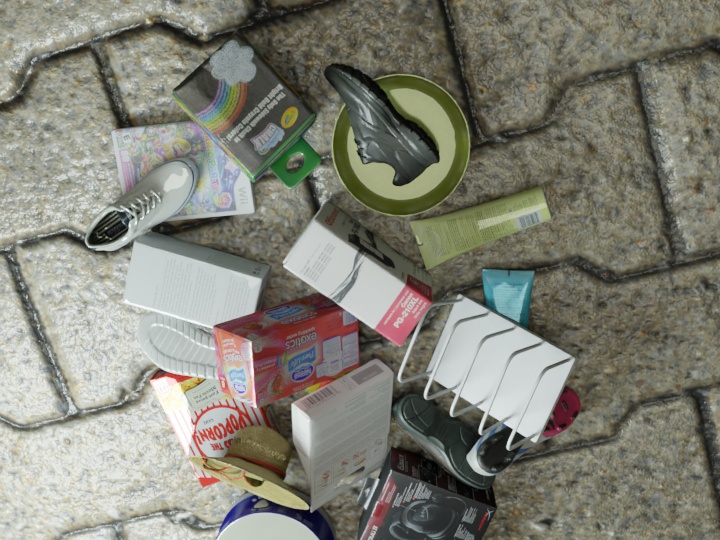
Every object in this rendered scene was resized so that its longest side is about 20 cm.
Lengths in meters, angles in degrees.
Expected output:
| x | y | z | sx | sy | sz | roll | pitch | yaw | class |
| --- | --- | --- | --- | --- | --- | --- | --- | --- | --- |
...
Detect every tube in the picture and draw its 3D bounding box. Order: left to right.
| x | y | z | sx | sy | sz | roll | pitch | yaw | class |
| --- | --- | --- | --- | --- | --- | --- | --- | --- | --- |
| 0.176 | -0.068 | 1.196 | 0.198 | 0.052 | 0.059 | -20 | 61 | 13 | tube |
| 0.220 | 0.099 | 1.237 | 0.076 | 0.050 | 0.202 | 0 | 101 | 7 | tube |

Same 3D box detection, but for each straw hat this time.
| x | y | z | sx | sy | sz | roll | pitch | yaw | class |
| --- | --- | --- | --- | --- | --- | --- | --- | --- | --- |
| -0.154 | 0.282 | 1.243 | 0.199 | 0.201 | 0.086 | 24 | 65 | -2 | straw hat |

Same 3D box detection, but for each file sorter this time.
| x | y | z | sx | sy | sz | roll | pitch | yaw | class |
| --- | --- | --- | --- | --- | --- | --- | --- | --- | --- |
| 0.175 | 0.144 | 1.168 | 0.199 | 0.124 | 0.140 | 29 | 108 | 27 | file sorter |

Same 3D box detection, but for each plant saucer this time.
| x | y | z | sx | sy | sz | roll | pitch | yaw | class |
| --- | --- | --- | --- | --- | --- | --- | --- | --- | --- |
| 0.058 | -0.179 | 1.182 | 0.198 | 0.031 | 0.202 | 1 | 104 | 5 | plant saucer |

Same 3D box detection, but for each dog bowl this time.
| x | y | z | sx | sy | sz | roll | pitch | yaw | class |
| --- | --- | --- | --- | --- | --- | --- | --- | --- | --- |
| -0.140 | 0.463 | 1.349 | 0.198 | 0.079 | 0.202 | 1 | 105 | 4 | dog bowl |

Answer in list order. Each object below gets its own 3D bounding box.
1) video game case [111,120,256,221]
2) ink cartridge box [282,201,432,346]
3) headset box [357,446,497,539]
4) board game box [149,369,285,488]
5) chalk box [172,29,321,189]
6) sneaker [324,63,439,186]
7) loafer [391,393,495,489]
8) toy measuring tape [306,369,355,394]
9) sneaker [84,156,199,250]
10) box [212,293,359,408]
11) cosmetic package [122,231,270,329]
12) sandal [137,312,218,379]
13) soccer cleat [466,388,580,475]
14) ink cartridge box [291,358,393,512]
| x | y | z | sx | sy | sz | roll | pitch | yaw | class |
| --- | --- | --- | --- | --- | --- | --- | --- | --- | --- |
| -0.262 | -0.148 | 1.224 | 0.198 | 0.018 | 0.145 | -5 | 104 | 6 | video game case |
| 0.000 | 0.000 | 1.175 | 0.199 | 0.145 | 0.085 | 35 | 104 | -5 | ink cartridge box |
| 0.094 | 0.384 | 1.304 | 0.198 | 0.077 | 0.150 | 20 | 106 | -3 | headset box |
| -0.222 | 0.228 | 1.308 | 0.150 | 0.046 | 0.202 | -21 | 102 | 10 | board game box |
| -0.142 | -0.204 | 1.133 | 0.125 | 0.124 | 0.200 | -43 | 98 | -3 | chalk box |
| 0.016 | -0.198 | 1.129 | 0.200 | 0.076 | 0.091 | 46 | 110 | -5 | sneaker |
| 0.128 | 0.266 | 1.290 | 0.200 | 0.063 | 0.072 | 43 | 65 | -9 | loafer |
| -0.083 | 0.186 | 1.263 | 0.198 | 0.074 | 0.074 | -9 | 105 | -5 | toy measuring tape |
| -0.318 | -0.089 | 1.199 | 0.199 | 0.071 | 0.073 | -39 | 99 | 14 | sneaker |
| -0.102 | 0.110 | 1.183 | 0.094 | 0.199 | 0.104 | 13 | 112 | 44 | box |
| -0.246 | 0.021 | 1.241 | 0.198 | 0.071 | 0.102 | 17 | 107 | 0 | cosmetic package |
| -0.246 | 0.123 | 1.246 | 0.201 | 0.050 | 0.083 | 19 | 91 | 14 | sandal |
| 0.244 | 0.242 | 1.259 | 0.199 | 0.086 | 0.070 | -29 | 84 | -17 | soccer cleat |
| -0.026 | 0.249 | 1.245 | 0.050 | 0.160 | 0.202 | 37 | 138 | 37 | ink cartridge box |
